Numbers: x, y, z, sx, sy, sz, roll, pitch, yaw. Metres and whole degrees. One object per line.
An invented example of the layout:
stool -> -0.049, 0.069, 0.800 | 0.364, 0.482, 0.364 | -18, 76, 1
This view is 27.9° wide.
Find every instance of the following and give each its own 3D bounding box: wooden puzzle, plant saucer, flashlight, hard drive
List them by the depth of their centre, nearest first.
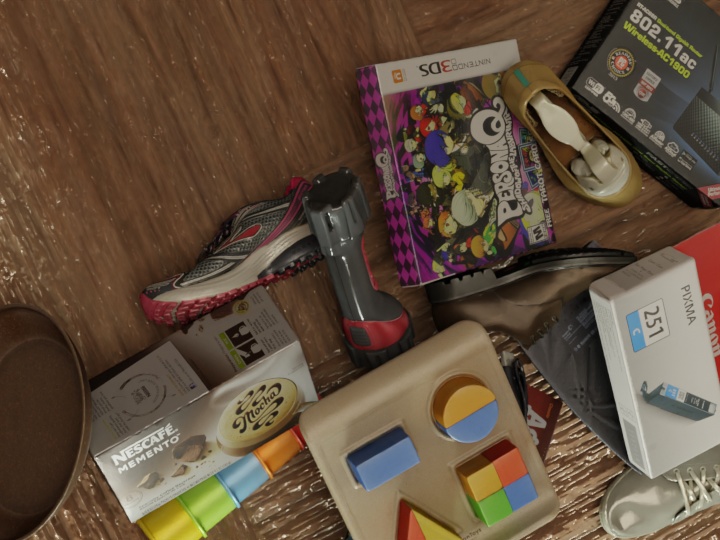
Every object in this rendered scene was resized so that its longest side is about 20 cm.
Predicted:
plant saucer -> -0.286, 0.130, 1.219 | 0.037, 0.199, 0.202 | 15, 88, -50
wooden puzzle -> 0.067, 0.172, 1.261 | 0.184, 0.046, 0.201 | -28, 104, -10
flashlight -> 0.000, 0.000, 1.286 | 0.068, 0.068, 0.201 | -24, 129, -10
hard drive -> 0.243, 0.084, 1.412 | 0.135, 0.042, 0.200 | -45, 101, -9

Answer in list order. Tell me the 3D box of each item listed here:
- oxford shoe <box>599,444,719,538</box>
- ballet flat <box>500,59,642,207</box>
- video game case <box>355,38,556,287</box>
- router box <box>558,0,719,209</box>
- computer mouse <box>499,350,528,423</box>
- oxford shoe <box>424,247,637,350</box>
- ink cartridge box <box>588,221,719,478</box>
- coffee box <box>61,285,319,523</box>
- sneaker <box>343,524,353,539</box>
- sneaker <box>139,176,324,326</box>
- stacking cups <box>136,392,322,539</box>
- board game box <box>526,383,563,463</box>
oxford shoe -> 0.328, 0.208, 1.433 | 0.199, 0.058, 0.076 | -20, 99, -12
ballet flat -> 0.203, -0.114, 1.361 | 0.069, 0.063, 0.200 | -45, 118, 11
video game case -> 0.091, -0.102, 1.336 | 0.180, 0.036, 0.202 | -15, 96, -37
router box -> 0.305, -0.176, 1.408 | 0.199, 0.062, 0.150 | 35, 82, -13
computer mouse -> 0.069, 0.137, 1.317 | 0.198, 0.053, 0.140 | 2, 67, -13
oxford shoe -> 0.164, 0.026, 1.348 | 0.198, 0.073, 0.085 | -14, 94, 0
ink cartridge box -> 0.314, 0.069, 1.359 | 0.175, 0.045, 0.201 | -25, 117, -15
coffee box -> -0.145, 0.116, 1.266 | 0.199, 0.080, 0.113 | -29, 142, -12
sneaker -> 0.003, 0.251, 1.348 | 0.199, 0.078, 0.090 | -37, 91, -20
sneaker -> -0.111, -0.013, 1.300 | 0.199, 0.081, 0.075 | -28, 83, -26
stacking cups -> -0.111, 0.183, 1.320 | 0.199, 0.060, 0.061 | -37, 101, -16
board game box -> 0.116, 0.190, 1.352 | 0.102, 0.019, 0.201 | 27, 63, -11
